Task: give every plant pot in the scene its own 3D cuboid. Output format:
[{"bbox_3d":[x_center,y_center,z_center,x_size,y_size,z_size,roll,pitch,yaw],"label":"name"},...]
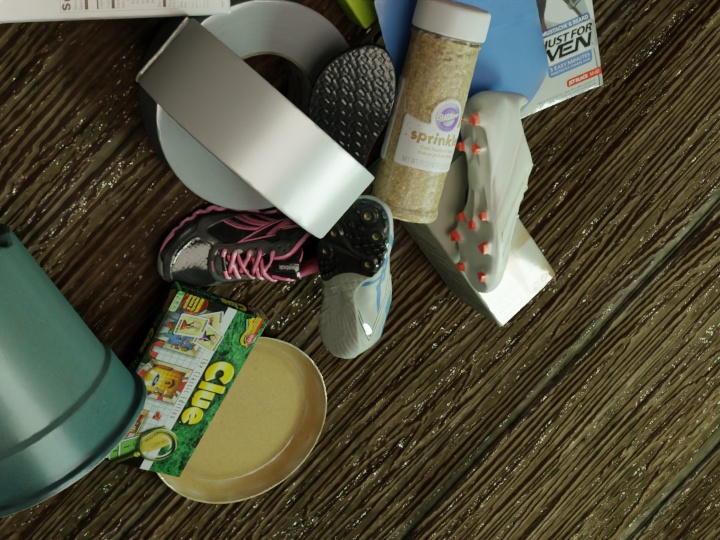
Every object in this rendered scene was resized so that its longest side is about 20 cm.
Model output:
[{"bbox_3d":[-0.132,0.155,1.312,0.200,0.027,0.200,-12,118,-23],"label":"plant pot"},{"bbox_3d":[-0.322,0.077,1.089,0.200,0.200,0.196,-31,116,-10],"label":"plant pot"}]

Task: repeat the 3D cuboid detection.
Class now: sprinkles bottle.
[{"bbox_3d":[0.062,-0.146,1.133,0.068,0.068,0.200,5,109,-29],"label":"sprinkles bottle"}]

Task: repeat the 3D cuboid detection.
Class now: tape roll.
[{"bbox_3d":[-0.102,-0.160,1.152,0.200,0.066,0.200,-11,117,-22],"label":"tape roll"},{"bbox_3d":[-0.086,-0.117,1.020,0.071,0.202,0.202,-49,125,4],"label":"tape roll"}]

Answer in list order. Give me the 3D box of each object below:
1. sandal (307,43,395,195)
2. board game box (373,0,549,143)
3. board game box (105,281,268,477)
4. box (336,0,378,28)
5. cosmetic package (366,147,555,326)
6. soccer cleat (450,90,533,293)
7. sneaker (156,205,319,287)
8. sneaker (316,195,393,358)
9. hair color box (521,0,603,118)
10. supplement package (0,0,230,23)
[{"bbox_3d":[-0.017,-0.124,1.149,0.075,0.045,0.200,11,124,-4],"label":"sandal"},{"bbox_3d":[0.092,-0.223,1.179,0.158,0.039,0.200,-24,118,-13],"label":"board game box"},{"bbox_3d":[-0.182,0.112,1.227,0.105,0.023,0.200,18,109,-34],"label":"board game box"},{"bbox_3d":[-0.009,-0.336,1.125,0.122,0.048,0.200,-41,125,-5],"label":"box"},{"bbox_3d":[0.106,-0.048,1.290,0.087,0.103,0.200,-43,126,-6],"label":"cosmetic package"},{"bbox_3d":[0.133,-0.074,1.194,0.078,0.069,0.200,-14,113,-29],"label":"soccer cleat"},{"bbox_3d":[-0.096,-0.018,1.207,0.200,0.095,0.079,-13,121,-20],"label":"sneaker"},{"bbox_3d":[0.000,0.000,1.179,0.072,0.072,0.200,-49,159,-40],"label":"sneaker"},{"bbox_3d":[0.171,-0.265,1.242,0.111,0.064,0.200,-24,121,-14],"label":"hair color box"},{"bbox_3d":[-0.219,-0.269,1.002,0.200,0.121,0.120,-7,111,-23],"label":"supplement package"}]
